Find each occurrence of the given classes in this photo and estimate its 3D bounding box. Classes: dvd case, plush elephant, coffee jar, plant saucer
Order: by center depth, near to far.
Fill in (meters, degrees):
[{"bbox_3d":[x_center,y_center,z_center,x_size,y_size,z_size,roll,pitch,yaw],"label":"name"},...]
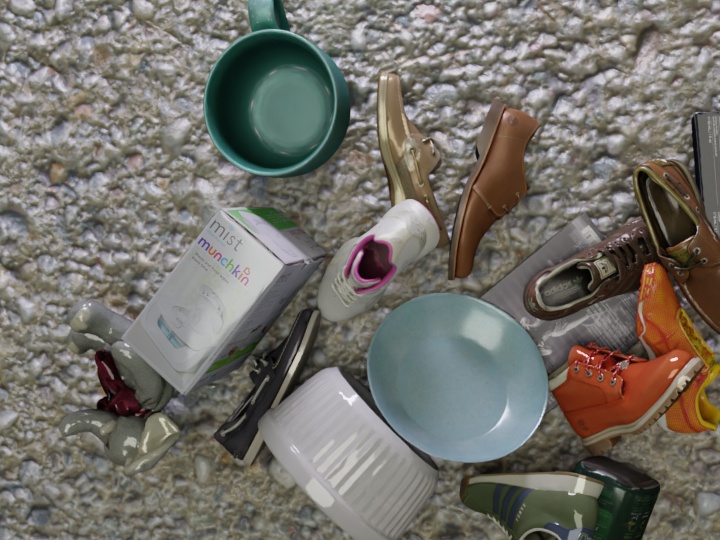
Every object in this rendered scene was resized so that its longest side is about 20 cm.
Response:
[{"bbox_3d":[0.101,0.119,1.216,0.198,0.039,0.203,6,57,-9],"label":"plant saucer"},{"bbox_3d":[0.247,0.307,1.221,0.085,0.104,0.202,22,97,31],"label":"coffee jar"},{"bbox_3d":[0.216,0.056,1.257,0.199,0.016,0.149,-40,87,10],"label":"dvd case"},{"bbox_3d":[-0.266,0.148,1.280,0.198,0.164,0.156,25,71,-15],"label":"plush elephant"}]

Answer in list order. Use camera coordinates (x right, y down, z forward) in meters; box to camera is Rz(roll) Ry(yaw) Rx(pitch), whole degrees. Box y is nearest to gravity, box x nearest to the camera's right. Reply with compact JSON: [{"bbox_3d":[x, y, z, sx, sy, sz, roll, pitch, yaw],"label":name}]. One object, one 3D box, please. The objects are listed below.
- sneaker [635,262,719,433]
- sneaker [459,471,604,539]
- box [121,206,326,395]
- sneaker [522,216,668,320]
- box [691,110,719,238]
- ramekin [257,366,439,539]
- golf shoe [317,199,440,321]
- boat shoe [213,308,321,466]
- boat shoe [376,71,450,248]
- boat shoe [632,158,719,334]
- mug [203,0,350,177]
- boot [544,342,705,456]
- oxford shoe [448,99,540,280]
[{"bbox_3d":[0.336,0.079,1.188,0.076,0.073,0.202,-6,118,31],"label":"sneaker"},{"bbox_3d":[0.170,0.263,1.193,0.067,0.199,0.091,21,68,-31],"label":"sneaker"},{"bbox_3d":[-0.139,0.027,1.230,0.096,0.200,0.177,39,100,6],"label":"box"},{"bbox_3d":[0.266,0.000,1.198,0.199,0.076,0.071,-30,88,8],"label":"sneaker"},{"bbox_3d":[0.424,-0.069,1.179,0.139,0.079,0.203,-4,92,15],"label":"box"},{"bbox_3d":[-0.005,0.197,1.221,0.105,0.200,0.200,-45,85,1],"label":"ramekin"},{"bbox_3d":[0.000,0.000,1.228,0.075,0.091,0.200,48,132,5],"label":"golf shoe"},{"bbox_3d":[-0.108,0.126,1.295,0.062,0.073,0.202,28,103,6],"label":"boat shoe"},{"bbox_3d":[0.058,-0.122,1.253,0.064,0.071,0.203,-9,102,7],"label":"boat shoe"},{"bbox_3d":[0.328,-0.018,1.136,0.072,0.068,0.202,-38,72,35],"label":"boat shoe"},{"bbox_3d":[-0.080,-0.194,1.248,0.151,0.114,0.187,26,97,9],"label":"mug"},{"bbox_3d":[0.264,0.114,1.166,0.108,0.075,0.200,52,145,6],"label":"boot"},{"bbox_3d":[0.144,-0.079,1.237,0.070,0.071,0.202,19,96,4],"label":"oxford shoe"}]
